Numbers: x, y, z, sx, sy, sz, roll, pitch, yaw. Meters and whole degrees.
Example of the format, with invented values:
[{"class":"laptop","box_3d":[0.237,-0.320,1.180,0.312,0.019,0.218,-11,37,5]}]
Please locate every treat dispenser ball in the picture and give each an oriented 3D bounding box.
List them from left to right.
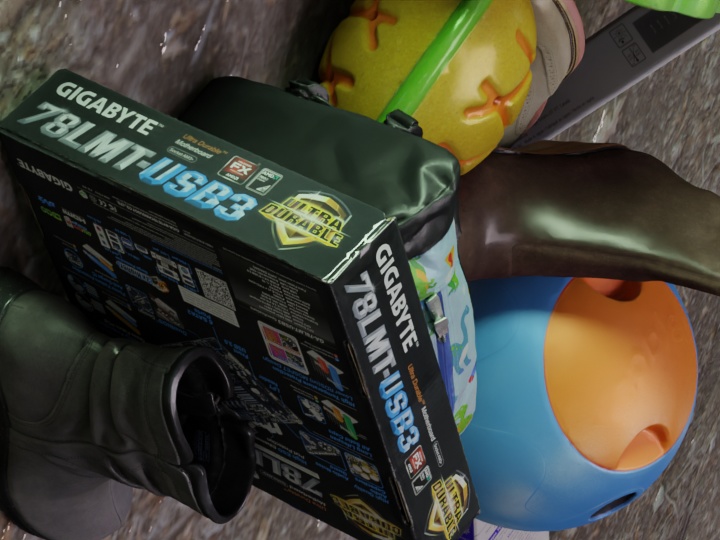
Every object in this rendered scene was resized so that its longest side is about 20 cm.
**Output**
[{"class":"treat dispenser ball","box_3d":[0.110,0.062,1.425,0.201,0.201,0.201,-47,150,-40]}]

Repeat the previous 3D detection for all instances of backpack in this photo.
[{"class":"backpack","box_3d":[-0.017,0.024,1.140,0.154,0.163,0.200,-53,145,-22]}]

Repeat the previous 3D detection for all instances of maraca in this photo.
[{"class":"maraca","box_3d":[0.022,-0.088,1.229,0.200,0.107,0.137,-54,178,21]}]

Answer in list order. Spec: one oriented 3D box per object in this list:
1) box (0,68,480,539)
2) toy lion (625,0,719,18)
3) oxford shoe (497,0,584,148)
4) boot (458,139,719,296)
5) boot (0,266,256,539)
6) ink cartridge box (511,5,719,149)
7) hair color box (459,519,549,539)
[{"class":"box","box_3d":[-0.052,0.024,1.006,0.050,0.200,0.199,-47,141,-25]},{"class":"toy lion","box_3d":[0.148,-0.189,1.254,0.200,0.192,0.069,1,119,-35]},{"class":"oxford shoe","box_3d":[0.079,-0.109,1.329,0.074,0.071,0.200,-51,167,-23]},{"class":"boot","box_3d":[0.134,-0.022,1.299,0.200,0.166,0.072,-31,133,-50]},{"class":"boot","box_3d":[-0.108,0.089,1.059,0.070,0.132,0.200,-57,155,-24]},{"class":"ink cartridge box","box_3d":[0.186,-0.150,1.456,0.200,0.044,0.174,-33,-178,38]},{"class":"hair color box","box_3d":[0.085,0.162,1.635,0.109,0.065,0.200,-51,153,-34]}]
